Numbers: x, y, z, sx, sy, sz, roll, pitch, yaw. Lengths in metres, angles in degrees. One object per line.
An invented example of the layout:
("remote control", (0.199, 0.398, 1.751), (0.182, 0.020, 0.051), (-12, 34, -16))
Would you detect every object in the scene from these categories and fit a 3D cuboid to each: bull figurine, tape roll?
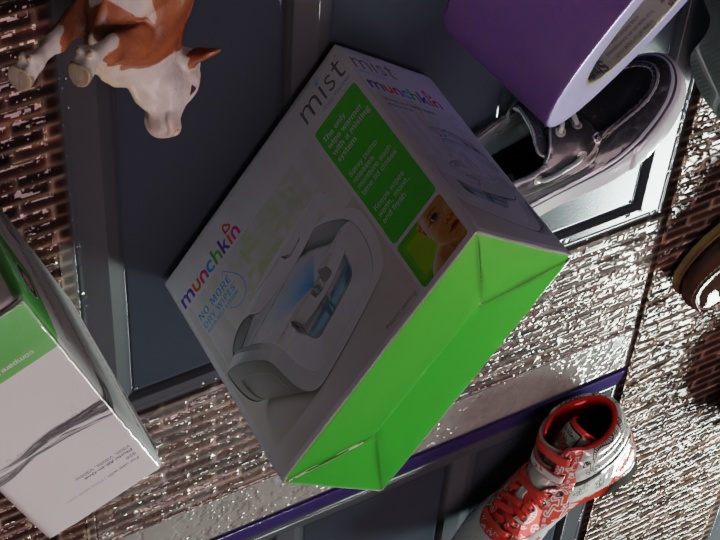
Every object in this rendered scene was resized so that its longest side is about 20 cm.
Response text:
("bull figurine", (-0.116, -0.148, 0.896), (0.121, 0.065, 0.202), (-45, 153, -49))
("tape roll", (0.143, -0.182, 0.996), (0.200, 0.085, 0.200), (-46, 171, -9))

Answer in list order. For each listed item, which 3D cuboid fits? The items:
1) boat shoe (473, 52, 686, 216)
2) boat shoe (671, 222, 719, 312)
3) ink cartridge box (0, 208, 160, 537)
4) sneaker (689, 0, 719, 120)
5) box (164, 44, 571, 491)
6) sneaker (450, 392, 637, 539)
("boat shoe", (0.125, -0.089, 1.181), (0.199, 0.072, 0.068), (-30, 147, 5))
("boat shoe", (0.346, -0.028, 1.430), (0.199, 0.071, 0.070), (-38, 146, 6))
("ink cartridge box", (-0.203, 0.037, 0.980), (0.084, 0.146, 0.201), (-32, 145, -4))
("sneaker", (0.271, -0.168, 1.207), (0.080, 0.071, 0.201), (-30, 144, -12))
("box", (0.000, 0.000, 1.080), (0.096, 0.177, 0.201), (12, 124, -47))
("sneaker", (0.146, 0.181, 1.510), (0.200, 0.067, 0.108), (-33, 144, -9))
